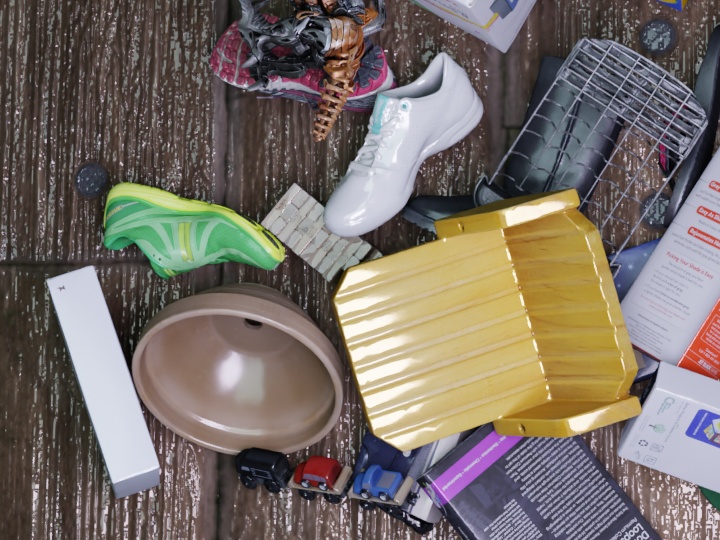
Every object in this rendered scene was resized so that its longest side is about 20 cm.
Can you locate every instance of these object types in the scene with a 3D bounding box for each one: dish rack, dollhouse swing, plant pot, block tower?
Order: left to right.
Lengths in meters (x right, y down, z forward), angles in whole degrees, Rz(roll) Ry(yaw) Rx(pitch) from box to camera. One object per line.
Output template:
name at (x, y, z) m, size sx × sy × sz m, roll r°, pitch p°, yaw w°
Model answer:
plant pot at (-0.109, 0.077, 1.655) m, size 0.200 × 0.201 × 0.093 m, roll -1°, pitch 44°, yaw 12°
block tower at (0.000, 0.000, 1.682) m, size 0.200 × 0.058 × 0.054 m, roll 40°, pitch 93°, yaw 12°
dollhouse swing at (0.101, 0.054, 1.498) m, size 0.175 × 0.182 × 0.201 m, roll -18°, pitch 95°, yaw -26°
dish rack at (0.209, -0.101, 1.576) m, size 0.153 × 0.055 × 0.200 m, roll 34°, pitch 100°, yaw 5°

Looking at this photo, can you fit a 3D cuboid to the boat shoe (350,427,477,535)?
boat shoe at (0.060, 0.138, 1.644) m, size 0.092 × 0.075 × 0.201 m, roll 23°, pitch 89°, yaw 20°

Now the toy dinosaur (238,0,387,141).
toy dinosaur at (-0.042, -0.219, 1.624) m, size 0.135 × 0.102 × 0.200 m, roll -3°, pitch 43°, yaw 3°

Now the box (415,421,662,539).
box at (0.166, 0.222, 1.587) m, size 0.143 × 0.036 × 0.200 m, roll -37°, pitch 85°, yaw -21°

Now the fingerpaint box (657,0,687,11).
fingerpaint box at (0.218, -0.327, 1.609) m, size 0.199 × 0.167 × 0.074 m, roll 26°, pitch 88°, yaw 13°

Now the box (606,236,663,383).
box at (0.287, 0.031, 1.626) m, size 0.199 × 0.032 × 0.122 m, roll -20°, pitch 80°, yaw 11°

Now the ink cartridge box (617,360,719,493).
ink cartridge box at (0.330, 0.152, 1.496) m, size 0.199 × 0.100 × 0.039 m, roll 21°, pitch 45°, yaw 2°

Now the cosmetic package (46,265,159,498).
cosmetic package at (-0.243, 0.110, 1.672) m, size 0.051 × 0.151 × 0.201 m, roll -18°, pitch 81°, yaw -8°

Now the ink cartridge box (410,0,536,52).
ink cartridge box at (0.079, -0.288, 1.619) m, size 0.145 × 0.200 × 0.088 m, roll 31°, pitch 91°, yaw 13°

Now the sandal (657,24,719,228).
sandal at (0.303, -0.131, 1.623) m, size 0.045 × 0.075 × 0.201 m, roll 11°, pitch 79°, yaw 20°

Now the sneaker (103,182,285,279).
sneaker at (-0.163, -0.027, 1.714) m, size 0.199 × 0.074 × 0.084 m, roll 15°, pitch 85°, yaw 23°

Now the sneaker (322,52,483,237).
sneaker at (0.027, -0.123, 1.644) m, size 0.075 × 0.089 × 0.200 m, roll 27°, pitch 68°, yaw 42°

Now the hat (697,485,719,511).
hat at (0.397, 0.111, 1.588) m, size 0.165 × 0.200 × 0.176 m, roll 23°, pitch 45°, yaw -5°

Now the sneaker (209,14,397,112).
sneaker at (-0.059, -0.191, 1.709) m, size 0.199 × 0.075 × 0.081 m, roll 17°, pitch 73°, yaw 27°

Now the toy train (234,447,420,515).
toy train at (-0.034, 0.192, 1.630) m, size 0.199 × 0.046 × 0.034 m, roll 6°, pitch 44°, yaw 32°

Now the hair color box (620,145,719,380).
hair color box at (0.315, -0.004, 1.553) m, size 0.200 × 0.061 × 0.101 m, roll -58°, pitch 38°, yaw 2°

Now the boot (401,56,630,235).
boot at (0.149, -0.109, 1.652) m, size 0.164 × 0.066 × 0.201 m, roll 22°, pitch 93°, yaw 4°
